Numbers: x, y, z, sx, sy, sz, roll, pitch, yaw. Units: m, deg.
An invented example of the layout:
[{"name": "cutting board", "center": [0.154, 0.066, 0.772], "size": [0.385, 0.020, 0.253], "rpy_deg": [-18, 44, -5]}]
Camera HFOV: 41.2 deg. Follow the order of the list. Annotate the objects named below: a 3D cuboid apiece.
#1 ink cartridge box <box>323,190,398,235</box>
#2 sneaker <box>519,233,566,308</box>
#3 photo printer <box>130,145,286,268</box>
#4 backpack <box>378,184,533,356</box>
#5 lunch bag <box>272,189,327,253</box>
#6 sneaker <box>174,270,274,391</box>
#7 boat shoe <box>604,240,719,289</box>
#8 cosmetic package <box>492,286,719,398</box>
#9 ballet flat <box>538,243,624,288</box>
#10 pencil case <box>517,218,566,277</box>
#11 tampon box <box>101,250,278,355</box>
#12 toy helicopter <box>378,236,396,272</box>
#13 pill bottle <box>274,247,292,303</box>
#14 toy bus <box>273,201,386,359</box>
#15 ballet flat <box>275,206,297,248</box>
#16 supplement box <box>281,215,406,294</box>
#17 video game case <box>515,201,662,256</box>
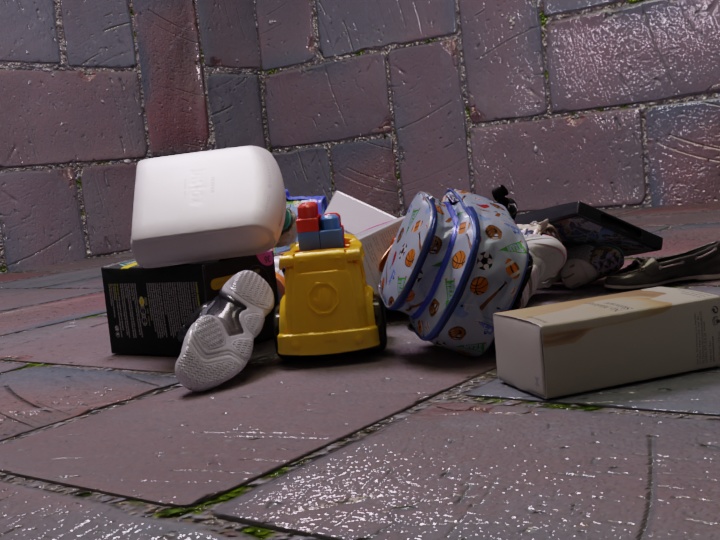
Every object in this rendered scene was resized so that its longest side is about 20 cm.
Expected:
[{"name": "ink cartridge box", "center": [0.042, -0.050, 1.644], "size": [0.145, 0.084, 0.200], "rpy_deg": [27, 2, 35]}, {"name": "sneaker", "center": [0.201, 0.024, 1.291], "size": [0.200, 0.081, 0.088], "rpy_deg": [-29, 39, -12]}, {"name": "photo printer", "center": [-0.199, -0.088, 1.274], "size": [0.200, 0.069, 0.167], "rpy_deg": [-7, 50, 1]}, {"name": "backpack", "center": [0.113, 0.002, 1.109], "size": [0.154, 0.200, 0.191], "rpy_deg": [12, 16, -18]}, {"name": "lunch bag", "center": [-0.128, -0.041, 1.669], "size": [0.150, 0.200, 0.094], "rpy_deg": [-3, 7, 17]}, {"name": "sneaker", "center": [-0.177, 0.089, 1.134], "size": [0.114, 0.075, 0.200], "rpy_deg": [-40, 13, 36]}, {"name": "boat shoe", "center": [0.471, -0.009, 1.482], "size": [0.200, 0.057, 0.067], "rpy_deg": [-7, 6, -8]}, {"name": "cosmetic package", "center": [0.242, 0.067, 0.939], "size": [0.200, 0.071, 0.105], "rpy_deg": [-8, 7, -19]}, {"name": "ballet flat", "center": [0.328, 0.001, 1.541], "size": [0.072, 0.072, 0.200], "rpy_deg": [-12, 6, -43]}, {"name": "pencil case", "center": [0.220, -0.039, 1.496], "size": [0.078, 0.090, 0.200], "rpy_deg": [-12, 12, -44]}, {"name": "tampon box", "center": [-0.237, 0.042, 1.350], "size": [0.200, 0.126, 0.150], "rpy_deg": [-1, 8, 33]}, {"name": "toy helicopter", "center": [0.105, -0.037, 1.391], "size": [0.132, 0.079, 0.200], "rpy_deg": [8, 31, 10]}, {"name": "pill bottle", "center": [-0.121, 0.025, 1.501], "size": [0.106, 0.106, 0.200], "rpy_deg": [-4, 6, 12]}, {"name": "toy bus", "center": [-0.043, 0.007, 1.207], "size": [0.136, 0.192, 0.200], "rpy_deg": [-7, 5, 3]}, {"name": "ballet flat", "center": [-0.181, -0.049, 1.334], "size": [0.200, 0.072, 0.072], "rpy_deg": [-1, 7, 6]}, {"name": "supplement box", "center": [0.000, 0.000, 1.412], "size": [0.101, 0.103, 0.200], "rpy_deg": [-17, 9, 46]}, {"name": "video game case", "center": [0.341, -0.056, 1.523], "size": [0.181, 0.026, 0.200], "rpy_deg": [19, -15, -28]}]
